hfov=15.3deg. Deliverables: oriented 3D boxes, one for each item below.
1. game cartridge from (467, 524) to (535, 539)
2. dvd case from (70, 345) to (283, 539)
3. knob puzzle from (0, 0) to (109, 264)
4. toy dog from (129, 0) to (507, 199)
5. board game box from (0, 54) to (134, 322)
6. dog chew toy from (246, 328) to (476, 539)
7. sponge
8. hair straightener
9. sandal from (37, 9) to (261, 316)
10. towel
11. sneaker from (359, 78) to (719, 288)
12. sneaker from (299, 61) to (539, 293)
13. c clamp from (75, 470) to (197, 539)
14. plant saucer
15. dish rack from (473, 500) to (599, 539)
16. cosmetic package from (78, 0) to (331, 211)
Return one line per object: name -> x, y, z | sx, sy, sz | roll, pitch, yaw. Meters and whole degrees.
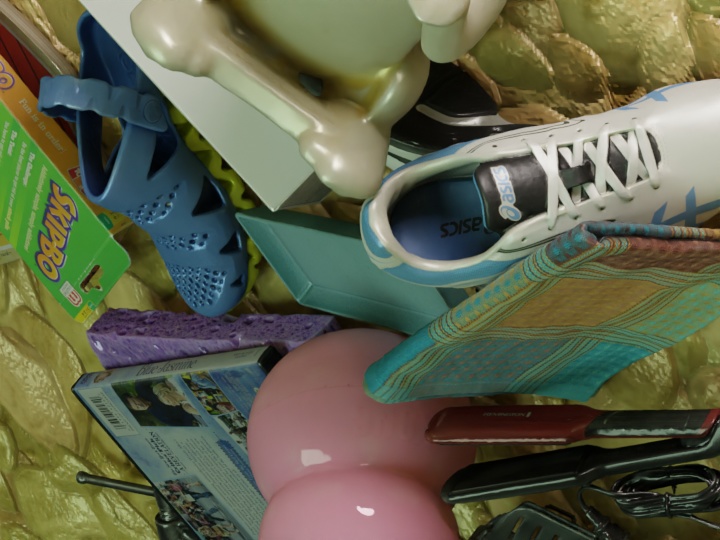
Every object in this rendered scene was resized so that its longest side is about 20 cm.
game cartridge -> 0.092, 0.238, 1.499 | 0.132, 0.041, 0.201 | 17, 124, 13
dvd case -> -0.072, 0.108, 1.583 | 0.200, 0.018, 0.143 | -10, 125, 51
knob puzzle -> -0.239, -0.098, 1.643 | 0.219, 0.030, 0.220 | 28, 136, 30
toy dog -> 0.023, -0.161, 1.227 | 0.139, 0.194, 0.200 | 41, 123, 0
board game box -> -0.207, -0.067, 1.586 | 0.200, 0.030, 0.096 | 52, 145, 6
dog chew toy -> -0.001, 0.133, 1.413 | 0.124, 0.201, 0.125 | 1, 149, 1
sponge -> -0.067, 0.073, 1.579 | 0.199, 0.030, 0.112 | 2, 133, 46
hair straightener -> 0.134, 0.102, 1.348 | 0.199, 0.041, 0.077 | -6, 112, 18
sandal -> -0.124, -0.058, 1.508 | 0.079, 0.087, 0.201 | -5, 117, 46
towel -> 0.107, 0.024, 1.293 | 0.200, 0.146, 0.022 | -36, 59, 52
sneaker -> 0.095, -0.038, 1.241 | 0.199, 0.072, 0.072 | -18, 86, 12
sneaker -> 0.045, -0.032, 1.358 | 0.200, 0.076, 0.116 | 30, 135, 24
c clamp -> -0.090, 0.221, 1.745 | 0.170, 0.027, 0.201 | 4, 120, 39
plant saucer -> 0.000, 0.000, 1.429 | 0.070, 0.019, 0.200 | 55, 162, -23
dish rack -> 0.133, 0.214, 1.416 | 0.199, 0.055, 0.154 | 27, 124, 1
cosmetic package -> -0.086, -0.119, 1.414 | 0.051, 0.083, 0.200 | -44, 82, 13
